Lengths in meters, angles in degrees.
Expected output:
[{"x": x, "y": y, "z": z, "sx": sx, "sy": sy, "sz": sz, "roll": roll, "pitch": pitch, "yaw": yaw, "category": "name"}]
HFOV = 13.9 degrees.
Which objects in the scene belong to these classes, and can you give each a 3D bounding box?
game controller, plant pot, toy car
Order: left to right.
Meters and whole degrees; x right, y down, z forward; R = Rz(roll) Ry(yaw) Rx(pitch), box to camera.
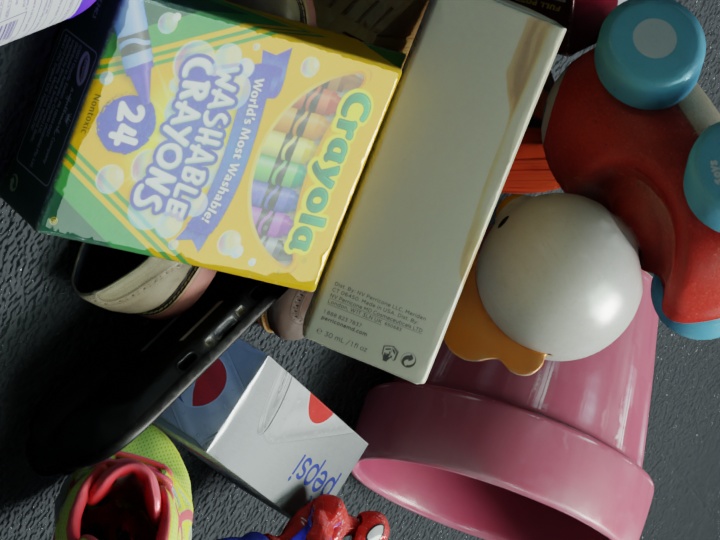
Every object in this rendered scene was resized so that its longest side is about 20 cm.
[{"x": -0.096, "y": 0.039, "z": 1.584, "sx": 0.200, "sy": 0.104, "sz": 0.042, "roll": -46, "pitch": 114, "yaw": -30, "category": "game controller"}, {"x": 0.110, "y": 0.076, "z": 1.922, "sx": 0.200, "sy": 0.199, "sz": 0.180, "roll": 52, "pitch": 55, "yaw": -64, "category": "plant pot"}, {"x": 0.124, "y": -0.024, "z": 1.682, "sx": 0.200, "sy": 0.177, "sz": 0.184, "roll": -29, "pitch": 161, "yaw": -14, "category": "toy car"}]

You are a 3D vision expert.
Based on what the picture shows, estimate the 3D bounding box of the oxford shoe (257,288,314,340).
[{"x": 0.000, "y": 0.000, "z": 1.679, "sx": 0.071, "sy": 0.073, "sz": 0.200, "roll": -24, "pitch": 165, "yaw": -35, "category": "oxford shoe"}]

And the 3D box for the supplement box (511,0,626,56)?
[{"x": 0.132, "y": -0.236, "z": 1.709, "sx": 0.109, "sy": 0.061, "sz": 0.201, "roll": -28, "pitch": 129, "yaw": -50, "category": "supplement box"}]

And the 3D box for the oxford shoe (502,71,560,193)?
[{"x": 0.098, "y": -0.099, "z": 1.831, "sx": 0.200, "sy": 0.071, "sz": 0.073, "roll": 86, "pitch": 5, "yaw": -73, "category": "oxford shoe"}]

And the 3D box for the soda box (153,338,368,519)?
[{"x": -0.064, "y": 0.090, "z": 1.729, "sx": 0.068, "sy": 0.063, "sz": 0.200, "roll": -57, "pitch": 156, "yaw": -7, "category": "soda box"}]

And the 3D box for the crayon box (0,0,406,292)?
[{"x": -0.065, "y": -0.066, "z": 1.464, "sx": 0.200, "sy": 0.052, "sz": 0.126, "roll": 12, "pitch": 106, "yaw": -36, "category": "crayon box"}]

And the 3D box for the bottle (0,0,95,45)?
[{"x": -0.146, "y": -0.149, "z": 1.306, "sx": 0.200, "sy": 0.065, "sz": 0.084, "roll": -30, "pitch": 143, "yaw": -48, "category": "bottle"}]

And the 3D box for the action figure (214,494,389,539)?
[{"x": -0.060, "y": 0.191, "z": 1.720, "sx": 0.199, "sy": 0.099, "sz": 0.065, "roll": -15, "pitch": 154, "yaw": -29, "category": "action figure"}]

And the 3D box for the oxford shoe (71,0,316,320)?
[{"x": -0.085, "y": -0.063, "z": 1.515, "sx": 0.075, "sy": 0.070, "sz": 0.200, "roll": 3, "pitch": 114, "yaw": -59, "category": "oxford shoe"}]

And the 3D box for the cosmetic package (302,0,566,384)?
[{"x": 0.038, "y": -0.050, "z": 1.549, "sx": 0.105, "sy": 0.071, "sz": 0.201, "roll": -80, "pitch": -168, "yaw": -82, "category": "cosmetic package"}]

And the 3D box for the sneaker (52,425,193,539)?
[{"x": -0.123, "y": 0.130, "z": 1.568, "sx": 0.200, "sy": 0.078, "sz": 0.091, "roll": -85, "pitch": -169, "yaw": -60, "category": "sneaker"}]

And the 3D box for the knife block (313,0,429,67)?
[{"x": 0.003, "y": -0.099, "z": 1.649, "sx": 0.200, "sy": 0.064, "sz": 0.176, "roll": -48, "pitch": 152, "yaw": -27, "category": "knife block"}]
